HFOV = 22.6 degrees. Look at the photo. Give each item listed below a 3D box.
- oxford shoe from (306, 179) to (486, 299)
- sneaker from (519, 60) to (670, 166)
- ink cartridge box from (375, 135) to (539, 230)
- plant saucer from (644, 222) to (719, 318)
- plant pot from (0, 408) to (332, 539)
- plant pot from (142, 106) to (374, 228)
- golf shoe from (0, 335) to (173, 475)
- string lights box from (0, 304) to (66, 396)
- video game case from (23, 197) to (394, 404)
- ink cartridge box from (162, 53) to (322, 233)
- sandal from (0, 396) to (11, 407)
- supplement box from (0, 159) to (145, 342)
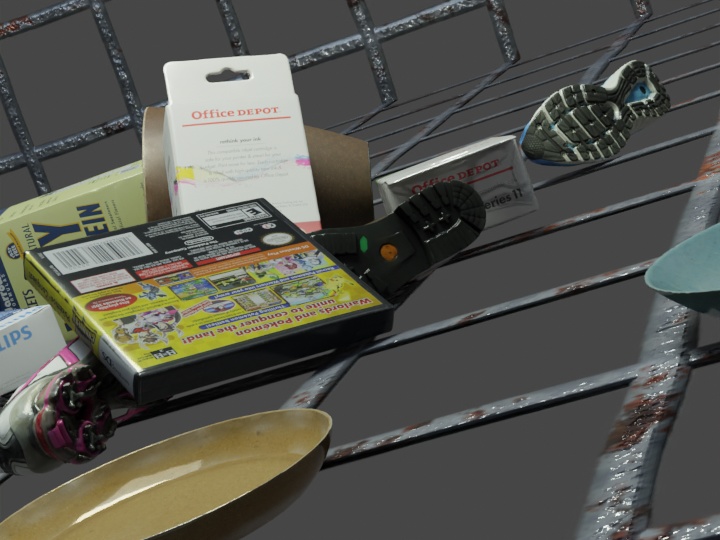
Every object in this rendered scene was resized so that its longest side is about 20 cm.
[{"bbox_3d":[0.000,0.000,1.382,0.199,0.073,0.084,-20,-9,-12],"label":"oxford shoe"},{"bbox_3d":[0.217,-0.133,1.727,0.200,0.079,0.090,-24,-10,-45],"label":"sneaker"},{"bbox_3d":[0.079,-0.063,1.499,0.117,0.068,0.200,-20,3,0],"label":"ink cartridge box"},{"bbox_3d":[0.249,-0.010,0.934,0.200,0.039,0.201,-20,9,3],"label":"plant saucer"},{"bbox_3d":[-0.104,0.124,0.942,0.199,0.028,0.200,-19,8,3],"label":"plant pot"},{"bbox_3d":[-0.088,-0.065,1.642,0.199,0.188,0.187,-5,9,0],"label":"plant pot"},{"bbox_3d":[-0.196,0.082,1.251,0.092,0.073,0.200,-17,9,26],"label":"golf shoe"},{"bbox_3d":[-0.359,0.081,1.664,0.103,0.059,0.200,-26,11,-32],"label":"string lights box"},{"bbox_3d":[-0.108,0.015,1.256,0.199,0.026,0.181,-14,35,-31],"label":"video game case"},{"bbox_3d":[-0.103,-0.079,1.524,0.116,0.201,0.068,-5,-22,-12],"label":"ink cartridge box"},{"bbox_3d":[-0.305,0.126,1.296,0.200,0.048,0.075,-21,9,-6],"label":"sandal"},{"bbox_3d":[-0.270,-0.020,1.833,0.199,0.135,0.200,-20,9,-2],"label":"supplement box"}]
